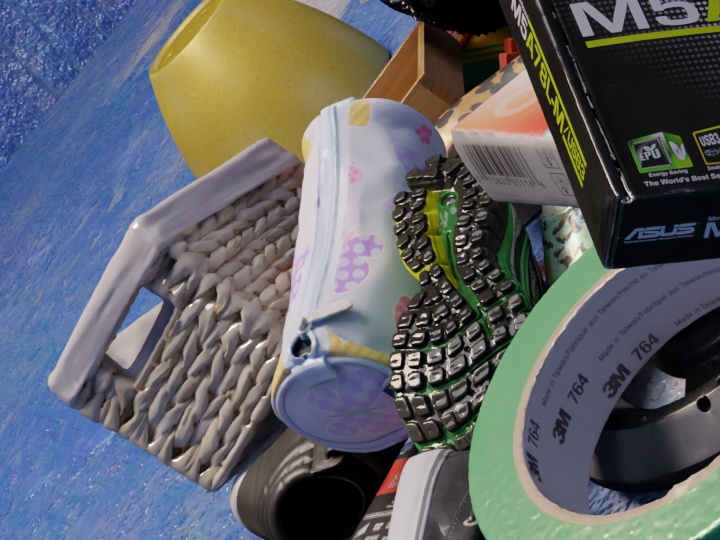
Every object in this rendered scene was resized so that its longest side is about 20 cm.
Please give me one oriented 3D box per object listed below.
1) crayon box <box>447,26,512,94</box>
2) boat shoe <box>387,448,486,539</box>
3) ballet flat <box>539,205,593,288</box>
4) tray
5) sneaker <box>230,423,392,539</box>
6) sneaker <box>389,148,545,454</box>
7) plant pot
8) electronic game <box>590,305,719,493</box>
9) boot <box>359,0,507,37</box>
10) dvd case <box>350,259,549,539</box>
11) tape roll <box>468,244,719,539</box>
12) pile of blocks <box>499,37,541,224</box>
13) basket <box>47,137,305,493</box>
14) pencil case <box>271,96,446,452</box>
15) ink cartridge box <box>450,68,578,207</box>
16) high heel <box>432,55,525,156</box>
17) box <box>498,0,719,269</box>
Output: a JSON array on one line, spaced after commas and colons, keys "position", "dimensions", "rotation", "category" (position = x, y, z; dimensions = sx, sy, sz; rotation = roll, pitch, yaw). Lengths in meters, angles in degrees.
[{"position": [0.111, -0.180, 1.544], "dimensions": [0.200, 0.051, 0.127], "rotation": [-37, 21, 36], "category": "crayon box"}, {"position": [0.047, 0.159, 0.959], "dimensions": [0.066, 0.070, 0.200], "rotation": [-12, 40, 22], "category": "boat shoe"}, {"position": [0.130, -0.064, 1.169], "dimensions": [0.074, 0.074, 0.200], "rotation": [-34, 14, 41], "category": "ballet flat"}, {"position": [0.026, -0.099, 1.422], "dimensions": [0.099, 0.037, 0.200], "rotation": [-53, 8, 14], "category": "tray"}, {"position": [0.008, 0.081, 1.224], "dimensions": [0.200, 0.071, 0.099], "rotation": [-53, 21, 1], "category": "sneaker"}, {"position": [0.067, 0.030, 1.106], "dimensions": [0.078, 0.085, 0.200], "rotation": [-21, 43, 24], "category": "sneaker"}, {"position": [-0.095, -0.157, 1.861], "dimensions": [0.200, 0.142, 0.200], "rotation": [-45, 17, 18], "category": "plant pot"}, {"position": [0.163, 0.015, 1.005], "dimensions": [0.200, 0.042, 0.200], "rotation": [-39, 27, 25], "category": "electronic game"}, {"position": [0.051, -0.205, 1.478], "dimensions": [0.162, 0.198, 0.074], "rotation": [23, 107, 39], "category": "boot"}, {"position": [0.078, 0.067, 1.146], "dimensions": [0.146, 0.022, 0.200], "rotation": [-22, 33, 57], "category": "dvd case"}, {"position": [0.135, 0.052, 0.897], "dimensions": [0.200, 0.048, 0.201], "rotation": [-35, 31, 25], "category": "tape roll"}, {"position": [0.099, -0.103, 1.390], "dimensions": [0.082, 0.062, 0.200], "rotation": [-32, 24, 45], "category": "pile of blocks"}, {"position": [-0.073, 0.025, 1.322], "dimensions": [0.136, 0.123, 0.200], "rotation": [-59, -8, 26], "category": "basket"}, {"position": [0.000, 0.000, 1.185], "dimensions": [0.083, 0.091, 0.200], "rotation": [-34, 35, 37], "category": "pencil case"}, {"position": [0.158, -0.104, 1.012], "dimensions": [0.200, 0.050, 0.162], "rotation": [-42, 20, -17], "category": "ink cartridge box"}, {"position": [0.110, -0.122, 1.315], "dimensions": [0.142, 0.071, 0.200], "rotation": [-9, 34, 38], "category": "high heel"}, {"position": [0.169, -0.090, 0.890], "dimensions": [0.048, 0.200, 0.193], "rotation": [95, 166, -48], "category": "box"}]
